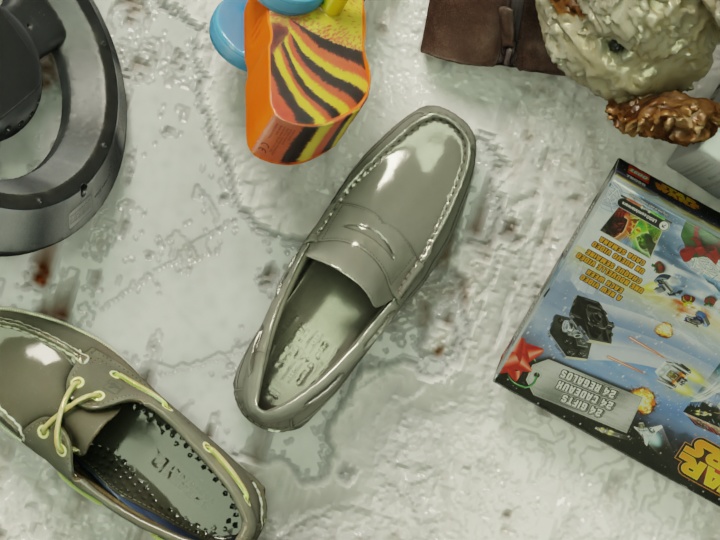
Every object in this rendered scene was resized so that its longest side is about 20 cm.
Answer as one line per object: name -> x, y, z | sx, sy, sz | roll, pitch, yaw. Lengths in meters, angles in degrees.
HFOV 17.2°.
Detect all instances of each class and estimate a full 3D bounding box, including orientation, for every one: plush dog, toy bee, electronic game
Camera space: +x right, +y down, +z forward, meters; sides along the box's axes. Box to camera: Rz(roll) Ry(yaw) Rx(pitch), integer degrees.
plush dog -> 0.158, -0.161, 1.196 | 0.172, 0.160, 0.200 | -40, 76, 29
toy bee -> -0.020, -0.148, 1.264 | 0.109, 0.131, 0.200 | 2, 77, -26
electronic game -> -0.202, -0.104, 1.234 | 0.042, 0.200, 0.200 | -23, 89, 42

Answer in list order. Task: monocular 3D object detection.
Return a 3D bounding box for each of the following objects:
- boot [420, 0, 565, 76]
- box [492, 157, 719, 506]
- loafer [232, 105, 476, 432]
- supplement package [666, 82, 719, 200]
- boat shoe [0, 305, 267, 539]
boot -> 0.130, -0.188, 1.278 | 0.200, 0.072, 0.167 | 4, 103, 11
box -> 0.190, 0.047, 1.270 | 0.200, 0.040, 0.137 | 29, 114, -1
loafer -> 0.000, 0.000, 1.277 | 0.070, 0.070, 0.200 | 30, 88, 0
supplement package -> 0.282, -0.049, 1.266 | 0.200, 0.110, 0.114 | 35, 88, 0
boat shoe -> -0.136, 0.085, 1.277 | 0.202, 0.060, 0.072 | 36, 88, 0
